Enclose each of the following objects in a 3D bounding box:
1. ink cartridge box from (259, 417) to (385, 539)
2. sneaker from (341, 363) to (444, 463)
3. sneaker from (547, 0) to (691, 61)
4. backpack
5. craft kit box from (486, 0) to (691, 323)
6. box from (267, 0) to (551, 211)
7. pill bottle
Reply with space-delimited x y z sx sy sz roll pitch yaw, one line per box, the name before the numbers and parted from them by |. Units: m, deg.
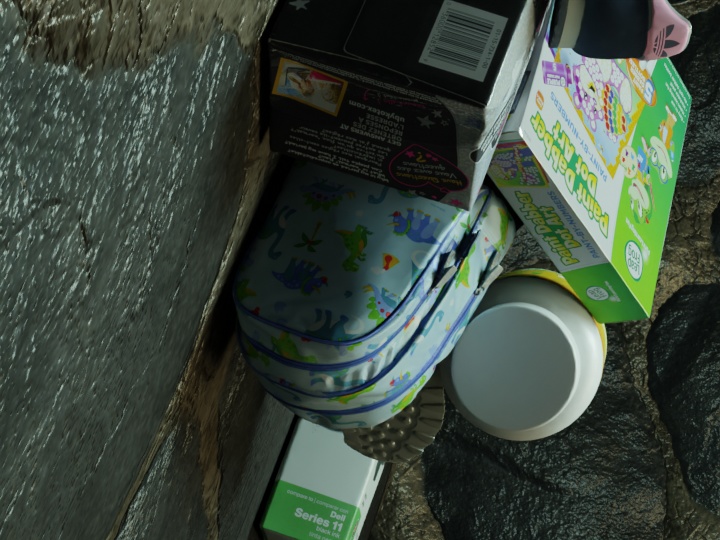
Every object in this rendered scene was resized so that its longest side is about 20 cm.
ink cartridge box | -0.020 0.169 1.617 0.147 0.083 0.200 87 22 -73
sneaker | 0.035 0.060 1.307 0.081 0.076 0.200 -77 -178 -53
sneaker | 0.165 -0.190 1.024 0.070 0.082 0.200 97 9 -50
backpack | 0.000 0.000 1.106 0.200 0.163 0.154 -63 164 -7
craft kit box | 0.150 -0.101 1.150 0.200 0.048 0.198 49 49 -40
box | 0.041 -0.156 1.011 0.115 0.132 0.200 94 16 -62
pill bottle | 0.114 0.058 1.208 0.200 0.111 0.111 -16 125 -80
